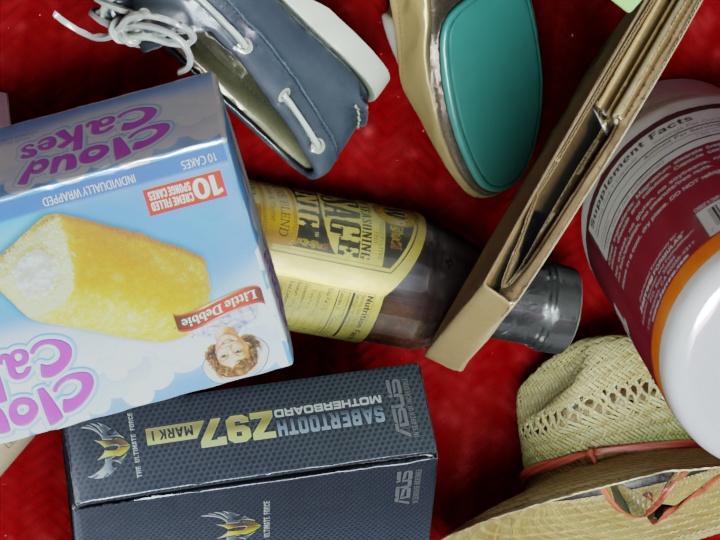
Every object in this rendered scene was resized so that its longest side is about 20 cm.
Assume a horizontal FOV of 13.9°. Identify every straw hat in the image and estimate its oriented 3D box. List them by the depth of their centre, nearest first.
[{"bbox_3d":[0.120,0.075,1.355,0.200,0.201,0.085,-9,75,-6],"label":"straw hat"}]

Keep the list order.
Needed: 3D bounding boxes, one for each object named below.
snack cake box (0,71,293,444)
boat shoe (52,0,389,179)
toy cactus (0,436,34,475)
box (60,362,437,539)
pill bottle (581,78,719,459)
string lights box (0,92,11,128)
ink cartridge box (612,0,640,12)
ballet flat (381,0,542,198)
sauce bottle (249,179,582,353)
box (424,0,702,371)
[{"bbox_3d":[-0.138,0.004,1.218,0.199,0.067,0.115,-15,120,1],"label":"snack cake box"},{"bbox_3d":[-0.076,-0.112,1.239,0.200,0.075,0.062,38,73,-31],"label":"boat shoe"},{"bbox_3d":[-0.214,0.109,1.318,0.165,0.102,0.200,-41,107,-1],"label":"toy cactus"},{"bbox_3d":[-0.050,0.119,1.314,0.157,0.051,0.200,-7,148,-7],"label":"box"},{"bbox_3d":[0.159,-0.006,1.263,0.113,0.200,0.113,-4,116,-9],"label":"pill bottle"},{"bbox_3d":[-0.257,-0.042,1.248,0.200,0.059,0.103,13,112,-16],"label":"string lights box"},{"bbox_3d":[0.041,-0.198,1.119,0.200,0.117,0.067,34,110,-23],"label":"ink cartridge box"},{"bbox_3d":[0.035,-0.129,1.264,0.069,0.063,0.200,-27,122,-34],"label":"ballet flat"},{"bbox_3d":[0.000,0.000,1.315,0.199,0.066,0.066,9,113,-17],"label":"sauce bottle"},{"bbox_3d":[0.083,-0.042,1.208,0.021,0.200,0.164,30,79,0],"label":"box"}]
